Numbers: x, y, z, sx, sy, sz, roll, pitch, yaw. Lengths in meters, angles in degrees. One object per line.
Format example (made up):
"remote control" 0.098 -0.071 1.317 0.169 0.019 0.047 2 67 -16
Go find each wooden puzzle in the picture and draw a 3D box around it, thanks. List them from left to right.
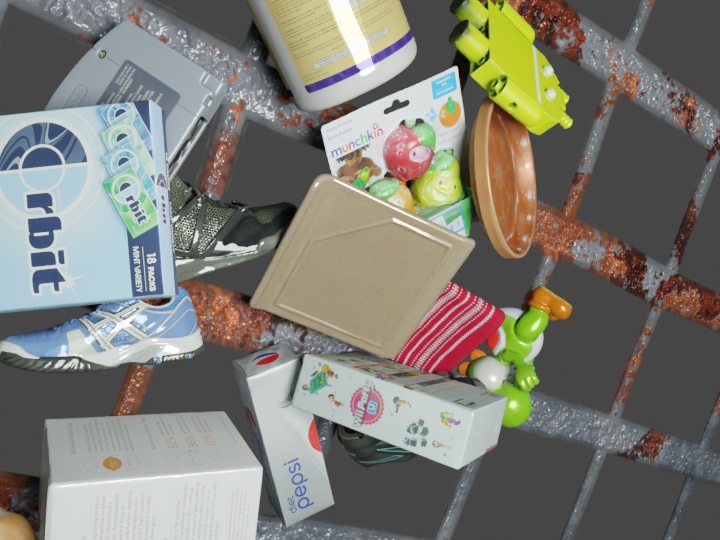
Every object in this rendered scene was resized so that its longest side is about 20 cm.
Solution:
"wooden puzzle" 0.000 0.000 0.777 0.198 0.037 0.186 20 122 -20

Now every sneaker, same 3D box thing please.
"sneaker" -0.262 0.062 0.720 0.198 0.075 0.078 -5 91 -31
"sneaker" -0.156 -0.060 0.736 0.198 0.076 0.116 -18 109 -22
"sneaker" 0.070 0.192 0.903 0.198 0.076 0.080 -18 123 1

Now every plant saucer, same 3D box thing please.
"plant saucer" 0.175 -0.115 0.865 0.200 0.032 0.203 13 75 -61

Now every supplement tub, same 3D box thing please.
"supplement tub" -0.042 -0.280 0.706 0.145 0.145 0.201 -33 114 -16

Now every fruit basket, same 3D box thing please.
"fruit basket" 0.058 -0.106 0.811 0.184 0.094 0.202 -27 130 -19

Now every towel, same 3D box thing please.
"towel" 0.066 0.063 0.865 0.199 0.023 0.145 27 122 -28

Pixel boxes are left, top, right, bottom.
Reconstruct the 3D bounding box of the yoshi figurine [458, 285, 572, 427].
"yoshi figurine" 0.218 0.128 0.953 0.112 0.112 0.201 38 86 -35

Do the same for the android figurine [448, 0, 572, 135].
"android figurine" 0.184 -0.242 0.840 0.199 0.041 0.183 33 45 -26

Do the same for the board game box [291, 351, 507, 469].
"board game box" 0.047 0.147 0.788 0.147 0.198 0.065 12 93 -64

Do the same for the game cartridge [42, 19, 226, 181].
"game cartridge" -0.234 -0.127 0.669 0.132 0.042 0.201 33 89 9

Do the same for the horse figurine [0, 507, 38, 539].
"horse figurine" -0.361 0.264 0.668 0.050 0.199 0.134 13 101 -64

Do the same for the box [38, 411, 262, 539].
"box" -0.220 0.226 0.724 0.198 0.152 0.108 3 101 -26

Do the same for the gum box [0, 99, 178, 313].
"gum box" -0.270 -0.053 0.627 0.197 0.045 0.172 -5 87 2

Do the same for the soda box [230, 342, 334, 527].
"soda box" -0.090 0.193 0.833 0.068 0.063 0.202 -18 109 -22
